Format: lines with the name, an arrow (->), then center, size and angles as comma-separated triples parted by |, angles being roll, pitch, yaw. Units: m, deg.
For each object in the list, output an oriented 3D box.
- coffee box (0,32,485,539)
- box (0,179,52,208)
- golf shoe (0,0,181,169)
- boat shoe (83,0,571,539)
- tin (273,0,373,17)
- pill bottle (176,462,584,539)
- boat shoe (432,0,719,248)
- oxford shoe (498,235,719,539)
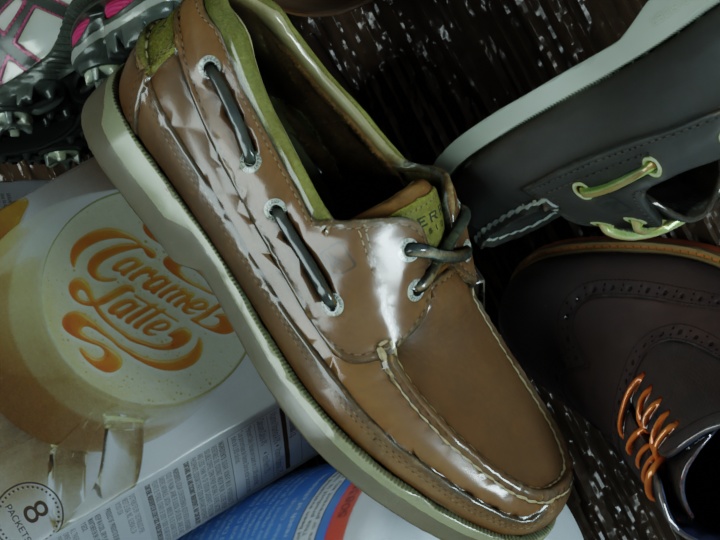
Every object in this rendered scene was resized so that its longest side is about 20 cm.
coffee box -> -0.071, 0.023, 1.008 | 0.115, 0.199, 0.080 | 55, 168, 19
box -> -0.155, 0.029, 1.183 | 0.200, 0.110, 0.035 | -48, 55, 46
golf shoe -> -0.111, -0.095, 1.138 | 0.200, 0.077, 0.089 | -23, 69, 44
boat shoe -> 0.000, 0.000, 0.913 | 0.200, 0.072, 0.068 | 46, 121, -1
tin -> -0.048, -0.170, 1.025 | 0.200, 0.042, 0.112 | 44, 115, 31
pill bottle -> -0.020, 0.127, 1.054 | 0.200, 0.112, 0.113 | -16, 90, 48
boat shoe -> 0.090, -0.043, 0.905 | 0.201, 0.072, 0.061 | -35, 81, 53
oxford shoe -> 0.106, 0.041, 0.913 | 0.200, 0.072, 0.072 | 25, 120, 43
